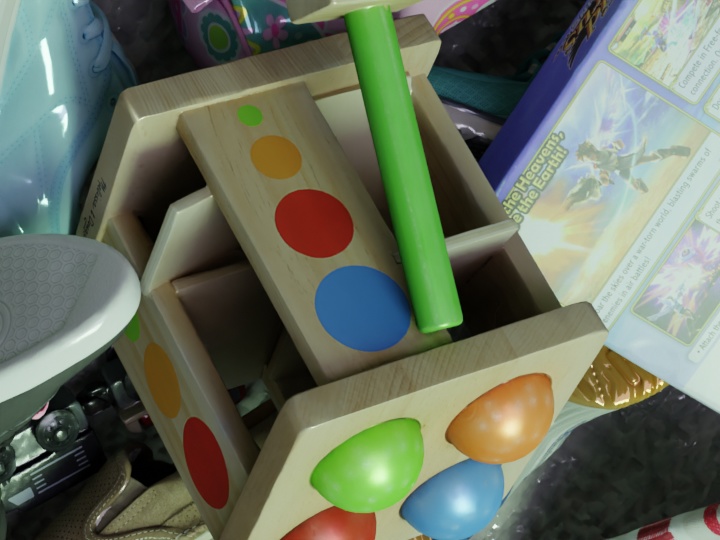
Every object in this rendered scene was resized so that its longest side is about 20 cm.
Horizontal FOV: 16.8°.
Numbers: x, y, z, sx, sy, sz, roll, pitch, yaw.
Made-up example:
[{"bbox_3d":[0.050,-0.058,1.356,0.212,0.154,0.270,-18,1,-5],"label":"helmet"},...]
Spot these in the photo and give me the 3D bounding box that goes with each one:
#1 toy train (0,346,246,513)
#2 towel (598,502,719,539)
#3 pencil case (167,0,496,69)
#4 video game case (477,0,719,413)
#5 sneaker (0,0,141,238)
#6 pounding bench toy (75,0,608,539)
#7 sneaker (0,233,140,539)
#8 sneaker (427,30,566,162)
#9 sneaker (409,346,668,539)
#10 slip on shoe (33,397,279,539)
[{"bbox_3d":[-0.068,0.041,0.967,0.199,0.034,0.046,-28,124,-12],"label":"toy train"},{"bbox_3d":[0.173,0.130,1.040,0.143,0.200,0.023,17,65,-29],"label":"towel"},{"bbox_3d":[0.019,-0.133,0.905,0.199,0.087,0.088,-30,121,-12],"label":"pencil case"},{"bbox_3d":[0.158,-0.049,0.911,0.180,0.046,0.201,30,105,-16],"label":"video game case"},{"bbox_3d":[-0.115,-0.084,0.873,0.081,0.074,0.201,-2,124,-27],"label":"sneaker"},{"bbox_3d":[0.000,0.000,0.826,0.123,0.157,0.200,-16,153,-28],"label":"pounding bench toy"},{"bbox_3d":[-0.142,0.059,0.878,0.199,0.071,0.099,-26,130,22],"label":"sneaker"},{"bbox_3d":[0.095,-0.070,0.989,0.199,0.077,0.080,1,90,-29],"label":"sneaker"},{"bbox_3d":[0.072,0.038,1.004,0.199,0.088,0.075,-37,90,1],"label":"sneaker"},{"bbox_3d":[-0.084,0.097,0.944,0.199,0.076,0.061,-21,99,12],"label":"slip on shoe"}]
